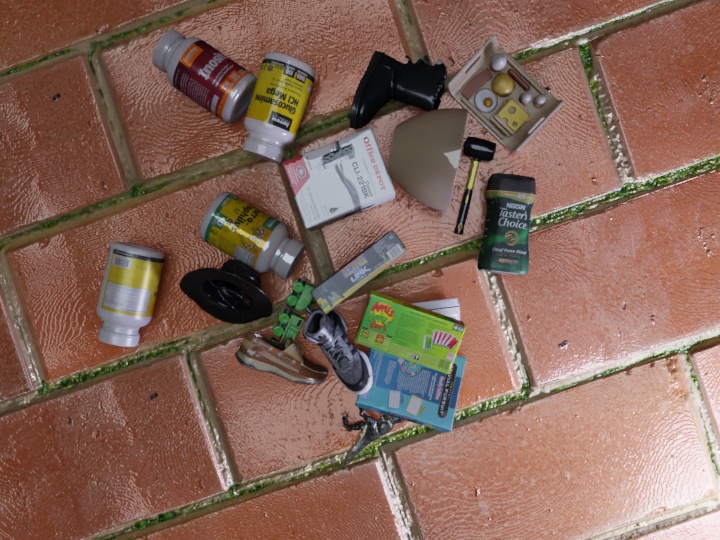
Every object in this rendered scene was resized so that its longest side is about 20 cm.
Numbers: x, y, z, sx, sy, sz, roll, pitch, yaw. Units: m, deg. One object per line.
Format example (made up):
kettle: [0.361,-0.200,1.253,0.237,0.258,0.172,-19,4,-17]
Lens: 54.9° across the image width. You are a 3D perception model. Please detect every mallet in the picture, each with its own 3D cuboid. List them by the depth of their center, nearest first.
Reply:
mallet: [0.237,-0.173,1.438,0.065,0.041,0.203,7,95,6]

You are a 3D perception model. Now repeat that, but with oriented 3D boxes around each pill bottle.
pill bottle: [-0.171,-0.328,1.411,0.111,0.112,0.202,18,92,2]
pill bottle: [-0.319,-0.399,1.415,0.199,0.113,0.114,33,92,1]
pill bottle: [-0.218,-0.066,1.416,0.199,0.113,0.114,30,92,2]
pill bottle: [-0.478,0.049,1.429,0.111,0.112,0.203,13,92,2]

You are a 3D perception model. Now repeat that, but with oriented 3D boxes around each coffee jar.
coffee jar: [0.298,-0.094,1.409,0.103,0.085,0.203,5,91,2]

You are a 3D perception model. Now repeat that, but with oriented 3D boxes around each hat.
hat: [-0.264,0.027,1.414,0.198,0.201,0.082,15,58,2]

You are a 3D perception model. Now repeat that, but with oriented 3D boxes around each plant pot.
plant pot: [0.126,-0.225,1.360,0.133,0.200,0.203,11,91,5]

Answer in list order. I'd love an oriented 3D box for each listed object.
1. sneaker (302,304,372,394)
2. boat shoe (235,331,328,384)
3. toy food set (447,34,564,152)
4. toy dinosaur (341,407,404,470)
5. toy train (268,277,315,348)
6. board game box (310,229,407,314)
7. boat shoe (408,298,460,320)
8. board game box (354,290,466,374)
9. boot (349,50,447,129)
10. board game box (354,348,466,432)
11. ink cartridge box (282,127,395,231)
sneaker: [-0.053,0.155,1.378,0.075,0.114,0.201,-38,59,12]
boat shoe: [-0.152,0.176,1.408,0.198,0.076,0.075,20,94,-26]
toy food set: [0.296,-0.360,1.418,0.200,0.060,0.144,44,92,2]
toy dinosaur: [0.012,0.326,1.448,0.200,0.047,0.088,-41,96,5]
toy train: [-0.150,0.113,1.453,0.056,0.042,0.202,24,93,-11]
board game box: [0.000,0.000,1.382,0.199,0.165,0.057,-37,91,2]
boat shoe: [0.109,0.101,1.430,0.197,0.072,0.067,-8,86,-6]
board game box: [0.097,0.122,1.374,0.198,0.048,0.103,19,98,-2]
boot: [0.080,-0.352,1.393,0.161,0.074,0.200,18,66,9]
board game box: [0.103,0.228,1.417,0.197,0.047,0.153,16,70,2]
ink cartridge box: [-0.041,-0.185,1.422,0.198,0.084,0.146,-21,90,1]
